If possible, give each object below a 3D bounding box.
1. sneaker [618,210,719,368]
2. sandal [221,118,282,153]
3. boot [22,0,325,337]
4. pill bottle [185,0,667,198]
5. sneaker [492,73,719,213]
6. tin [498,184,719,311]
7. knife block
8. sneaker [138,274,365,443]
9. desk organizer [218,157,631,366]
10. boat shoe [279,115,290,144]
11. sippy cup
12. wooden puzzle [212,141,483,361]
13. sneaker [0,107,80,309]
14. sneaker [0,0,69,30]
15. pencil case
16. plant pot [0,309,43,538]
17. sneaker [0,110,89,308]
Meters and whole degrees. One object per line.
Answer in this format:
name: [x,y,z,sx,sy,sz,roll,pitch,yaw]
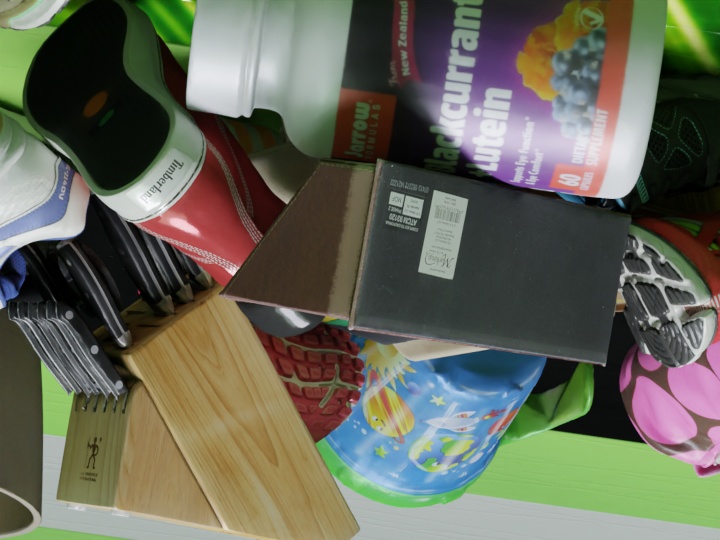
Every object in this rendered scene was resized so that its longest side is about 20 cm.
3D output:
sneaker: [0.166,-0.005,1.407,0.085,0.077,0.200,-26,-178,1]
sandal: [-0.055,-0.044,1.530,0.206,0.059,0.079,25,171,-32]
boot: [-0.078,-0.044,1.349,0.144,0.072,0.200,41,-171,-33]
pill bottle: [0.027,-0.098,1.258,0.199,0.112,0.111,7,161,-1]
sneaker: [0.134,-0.057,1.387,0.200,0.082,0.073,14,159,-23]
tin: [0.111,-0.023,1.510,0.200,0.042,0.112,14,143,-40]
knife block: [-0.084,0.042,1.452,0.200,0.176,0.064,15,172,-33]
sneaker: [-0.061,0.035,1.568,0.081,0.075,0.200,23,-159,-34]
desk organizer: [0.032,-0.006,1.278,0.077,0.072,0.200,10,180,37]
boat shoe: [-0.004,-0.065,1.433,0.071,0.069,0.200,3,161,12]
sippy cup: [0.044,0.055,1.699,0.178,0.140,0.130,-27,167,-32]
wooden puzzle: [0.000,0.000,1.448,0.200,0.037,0.185,25,159,-31]
sneaker: [-0.227,-0.040,1.510,0.200,0.112,0.073,17,143,-35]
sneaker: [-0.139,-0.170,1.202,0.088,0.077,0.200,28,150,-17]
pencil case: [0.227,0.056,1.666,0.091,0.094,0.200,-7,167,-18]
plant pot: [-0.255,0.030,1.604,0.187,0.200,0.187,7,162,2]
sneaker: [-0.208,0.002,1.363,0.088,0.075,0.200,32,132,-26]
